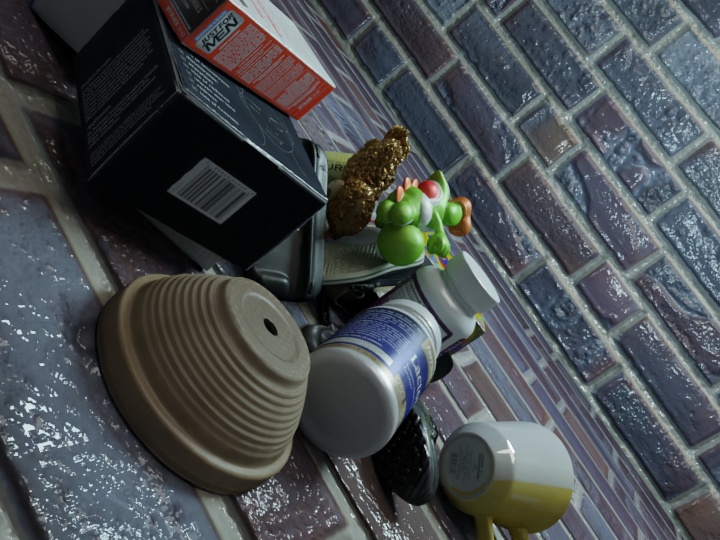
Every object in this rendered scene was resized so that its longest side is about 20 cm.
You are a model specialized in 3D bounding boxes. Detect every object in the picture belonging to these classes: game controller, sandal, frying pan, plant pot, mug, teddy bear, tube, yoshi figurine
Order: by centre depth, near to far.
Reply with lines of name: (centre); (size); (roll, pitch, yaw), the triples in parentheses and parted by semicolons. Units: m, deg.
plant pot: (-0.108, 0.072, 0.587); (0.201, 0.093, 0.201); (47, 18, -20)
game controller: (-0.087, -0.064, 0.838); (0.104, 0.042, 0.201); (7, 80, -30)
frying pan: (-0.027, 0.100, 0.885); (0.115, 0.031, 0.190); (53, 18, -7)
mug: (0.188, 0.277, 0.924); (0.153, 0.149, 0.187); (25, 25, -45)
yoshi figurine: (0.075, -0.059, 0.950); (0.200, 0.112, 0.112); (-15, 77, -60)
teddy bear: (0.002, -0.133, 0.980); (0.145, 0.200, 0.067); (1, -43, 53)
sandal: (0.103, 0.115, 1.074); (0.201, 0.075, 0.048); (56, 0, -45)
tube: (-0.049, -0.160, 1.089); (0.052, 0.199, 0.058); (28, 69, -84)

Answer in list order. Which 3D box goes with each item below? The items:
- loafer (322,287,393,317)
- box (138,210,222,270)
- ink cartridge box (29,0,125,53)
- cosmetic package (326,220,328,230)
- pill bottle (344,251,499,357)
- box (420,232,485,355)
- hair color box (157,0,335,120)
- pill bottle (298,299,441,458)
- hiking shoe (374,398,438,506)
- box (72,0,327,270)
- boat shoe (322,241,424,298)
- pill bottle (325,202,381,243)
loafer: (0.017, 0.050, 1.040); (0.200, 0.076, 0.068); (26, 37, -34)
box: (-0.201, -0.101, 0.795); (0.144, 0.036, 0.200); (46, 18, -24)
ink cartridge box: (-0.239, -0.295, 0.837); (0.145, 0.147, 0.200); (41, 10, 23)
cosmetic package: (-0.119, -0.117, 0.966); (0.103, 0.087, 0.200); (40, 21, -35)
pill bottle: (0.081, 0.064, 0.947); (0.112, 0.200, 0.112); (49, 16, -19)
box: (0.114, 0.034, 1.256); (0.193, 0.122, 0.200); (52, 16, -10)
hair color box: (-0.116, -0.240, 0.713); (0.111, 0.064, 0.200); (59, 16, 22)
pill bottle: (0.015, 0.105, 0.764); (0.116, 0.116, 0.200); (53, 28, 0)
hiking shoe: (0.066, 0.199, 0.847); (0.101, 0.076, 0.200); (39, 20, -32)
box: (-0.159, -0.139, 0.700); (0.200, 0.124, 0.197); (35, 24, -46)
boat shoe: (0.000, 0.000, 0.945); (0.199, 0.062, 0.075); (-9, 43, -37)
pill bottle: (-0.024, -0.084, 1.121); (0.114, 0.114, 0.200); (41, 20, -38)
